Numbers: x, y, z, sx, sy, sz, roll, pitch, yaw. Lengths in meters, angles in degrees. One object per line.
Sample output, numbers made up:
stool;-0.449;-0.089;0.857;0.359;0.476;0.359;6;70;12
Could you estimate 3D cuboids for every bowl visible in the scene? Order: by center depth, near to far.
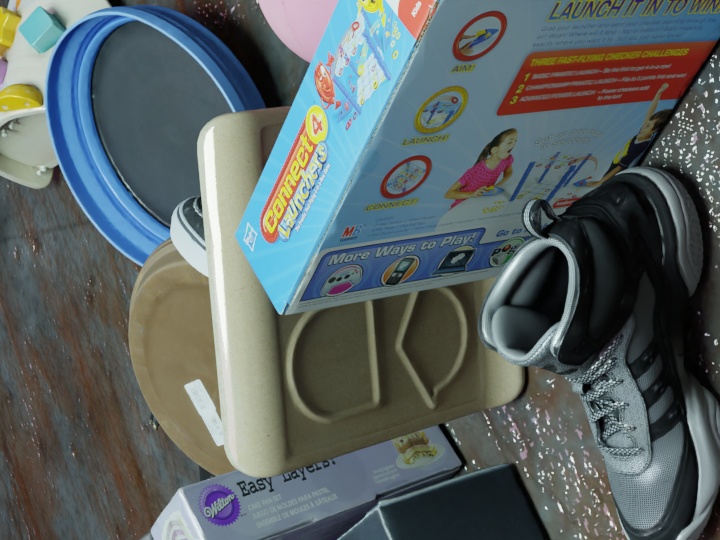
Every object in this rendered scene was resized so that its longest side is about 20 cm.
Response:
bowl;-0.139;-0.091;1.089;0.199;0.039;0.202;21;128;30

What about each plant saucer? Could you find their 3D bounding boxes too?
plant saucer;-0.088;0.069;1.067;0.199;0.029;0.202;17;122;30

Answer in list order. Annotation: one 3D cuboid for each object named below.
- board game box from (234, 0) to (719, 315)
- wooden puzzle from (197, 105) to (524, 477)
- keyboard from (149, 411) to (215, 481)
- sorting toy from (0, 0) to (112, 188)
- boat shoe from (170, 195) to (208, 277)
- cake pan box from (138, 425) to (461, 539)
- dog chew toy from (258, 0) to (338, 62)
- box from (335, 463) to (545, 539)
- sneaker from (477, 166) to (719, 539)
board game box;0.062;-0.076;0.745;0.056;0.199;0.197;56;137;30
wooden puzzle;0.000;0.000;0.843;0.046;0.199;0.187;5;103;52
keyboard;-0.106;0.080;1.117;0.126;0.021;0.202;17;120;31
sorting toy;-0.255;-0.186;1.244;0.199;0.106;0.182;-24;60;52
boat shoe;-0.037;-0.017;0.958;0.199;0.071;0.068;27;126;32
cake pan box;-0.059;0.171;0.965;0.053;0.199;0.185;58;141;21
dog chew toy;0.034;-0.162;0.832;0.199;0.124;0.126;17;112;42
box;0.054;0.242;0.909;0.148;0.106;0.201;-45;64;48
sneaker;0.117;0.053;0.773;0.075;0.113;0.202;4;102;52
